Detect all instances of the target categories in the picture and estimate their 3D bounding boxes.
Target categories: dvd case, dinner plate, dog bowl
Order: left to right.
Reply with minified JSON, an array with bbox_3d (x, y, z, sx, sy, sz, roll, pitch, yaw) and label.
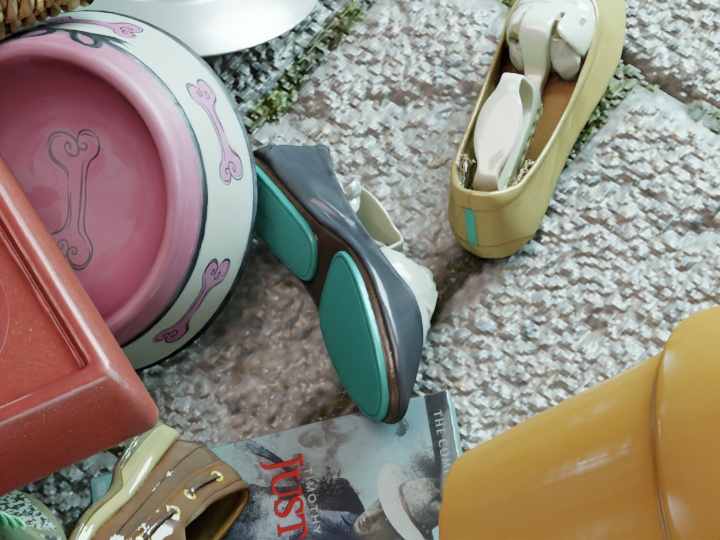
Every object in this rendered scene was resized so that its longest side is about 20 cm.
[{"bbox_3d":[-0.159,-0.040,1.600,0.200,0.074,0.201,1,94,18],"label":"dog bowl"},{"bbox_3d":[-0.120,-0.182,1.707,0.200,0.024,0.200,5,37,-4],"label":"dinner plate"},{"bbox_3d":[-0.038,0.149,1.539,0.199,0.022,0.146,-13,57,8],"label":"dvd case"}]

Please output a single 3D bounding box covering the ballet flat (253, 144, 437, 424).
[{"bbox_3d":[0.000,0.000,1.592,0.073,0.073,0.200,-31,50,-3],"label":"ballet flat"}]

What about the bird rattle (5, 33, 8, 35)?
[{"bbox_3d":[-0.197,-0.072,1.699,0.200,0.113,0.163,38,87,18],"label":"bird rattle"}]

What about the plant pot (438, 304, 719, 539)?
[{"bbox_3d":[0.145,0.126,1.411,0.183,0.200,0.201,-16,55,26],"label":"plant pot"}]

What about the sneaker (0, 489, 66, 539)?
[{"bbox_3d":[-0.190,0.141,1.508,0.077,0.089,0.200,-5,19,3],"label":"sneaker"}]

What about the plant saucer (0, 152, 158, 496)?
[{"bbox_3d":[-0.229,0.028,1.483,0.199,0.037,0.200,-23,66,-23],"label":"plant saucer"}]

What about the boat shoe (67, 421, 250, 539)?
[{"bbox_3d":[-0.110,0.151,1.475,0.067,0.072,0.200,21,39,6],"label":"boat shoe"}]

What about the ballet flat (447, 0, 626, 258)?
[{"bbox_3d":[0.097,-0.101,1.627,0.068,0.063,0.200,8,62,20],"label":"ballet flat"}]

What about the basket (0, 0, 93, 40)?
[{"bbox_3d":[-0.240,-0.211,1.604,0.149,0.143,0.200,-25,33,-22],"label":"basket"}]
